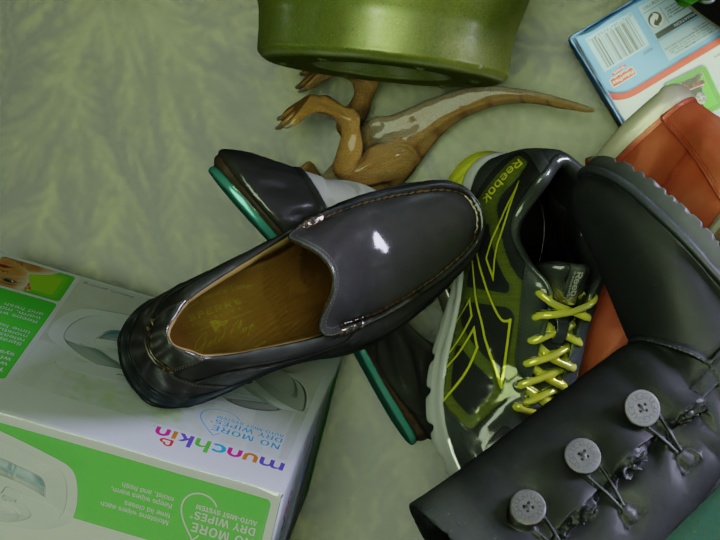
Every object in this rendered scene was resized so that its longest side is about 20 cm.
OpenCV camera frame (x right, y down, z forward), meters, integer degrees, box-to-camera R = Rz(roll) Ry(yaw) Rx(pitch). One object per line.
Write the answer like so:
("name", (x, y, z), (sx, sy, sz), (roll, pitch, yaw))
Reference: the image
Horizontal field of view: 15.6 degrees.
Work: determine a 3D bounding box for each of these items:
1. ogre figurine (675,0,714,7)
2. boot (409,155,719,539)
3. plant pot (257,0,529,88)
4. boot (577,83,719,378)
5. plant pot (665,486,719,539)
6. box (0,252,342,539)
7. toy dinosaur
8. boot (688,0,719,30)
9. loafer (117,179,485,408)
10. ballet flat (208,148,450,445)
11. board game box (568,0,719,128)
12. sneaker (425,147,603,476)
("ogre figurine", (0.190, -0.240, 1.276), (0.120, 0.098, 0.201), (47, 125, 34))
("boot", (0.101, 0.061, 1.255), (0.200, 0.066, 0.165), (-42, 69, -10))
("plant pot", (0.021, -0.195, 1.330), (0.199, 0.200, 0.194), (6, 90, 4))
("boot", (0.141, -0.002, 1.373), (0.107, 0.075, 0.200), (48, 121, 22))
("plant pot", (0.208, 0.145, 1.327), (0.187, 0.200, 0.201), (10, 90, 16))
("box", (-0.127, 0.090, 1.340), (0.199, 0.177, 0.097), (16, 113, 4))
("toy dinosaur", (0.013, -0.067, 1.410), (0.200, 0.060, 0.106), (-40, 109, 9))
("boot", (0.257, -0.181, 1.353), (0.199, 0.072, 0.145), (18, 76, -8))
("loafer", (-0.020, 0.009, 1.280), (0.199, 0.072, 0.073), (-29, 88, -18))
("ballet flat", (0.000, 0.000, 1.371), (0.068, 0.068, 0.200), (-37, 114, -4))
("board game box", (0.225, -0.076, 1.398), (0.151, 0.037, 0.201), (-30, 86, 2))
("sneaker", (0.082, 0.031, 1.334), (0.074, 0.084, 0.201), (2, 79, -32))
